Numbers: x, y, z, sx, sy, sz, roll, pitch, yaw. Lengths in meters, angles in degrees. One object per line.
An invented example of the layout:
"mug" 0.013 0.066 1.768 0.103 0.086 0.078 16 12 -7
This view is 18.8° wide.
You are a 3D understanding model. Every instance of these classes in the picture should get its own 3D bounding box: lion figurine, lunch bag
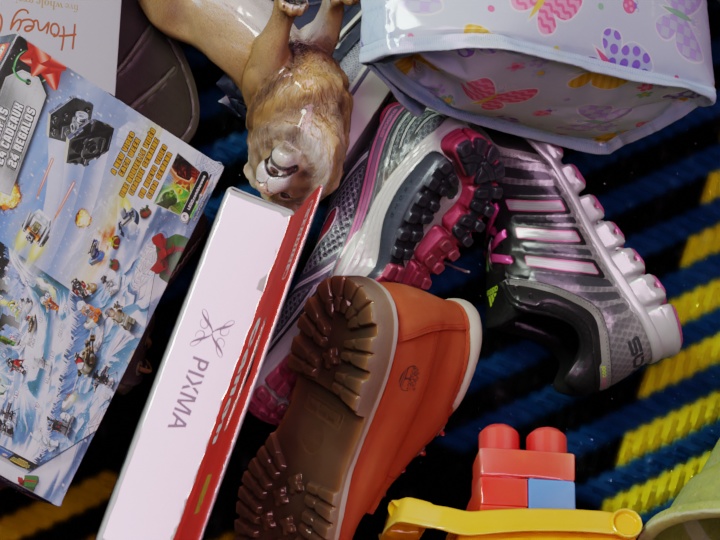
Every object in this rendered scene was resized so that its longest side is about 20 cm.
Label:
"lion figurine" -0.068 -0.131 1.182 0.072 0.123 0.200 -21 59 -37
"lunch bag" 0.080 -0.168 1.161 0.199 0.127 0.171 9 70 -35

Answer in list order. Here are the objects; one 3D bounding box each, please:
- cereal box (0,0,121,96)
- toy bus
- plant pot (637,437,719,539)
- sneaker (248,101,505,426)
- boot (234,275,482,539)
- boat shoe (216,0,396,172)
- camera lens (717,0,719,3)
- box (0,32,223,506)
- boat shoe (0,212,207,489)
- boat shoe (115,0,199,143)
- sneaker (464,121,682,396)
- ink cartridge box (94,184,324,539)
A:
"cereal box" -0.198 -0.109 1.145 0.143 0.039 0.202 4 86 -30
"toy bus" 0.060 0.178 1.169 0.198 0.136 0.194 1 65 -7
"plant pot" 0.275 0.108 1.196 0.199 0.201 0.185 28 64 -3
"sneaker" 0.000 0.000 1.214 0.075 0.080 0.201 38 93 41
"boot" 0.002 0.100 1.182 0.107 0.075 0.201 2 117 -46
"boat shoe" -0.002 -0.149 1.250 0.092 0.075 0.201 32 72 7
"camera lens" 0.233 -0.256 1.269 0.160 0.160 0.201 -37 86 -15
"box" -0.171 0.000 1.115 0.136 0.040 0.201 33 75 -28
"boat shoe" -0.150 0.039 1.195 0.200 0.072 0.072 -48 120 -25
"boat shoe" -0.173 -0.141 1.223 0.200 0.068 0.072 47 64 -17
"sneaker" 0.093 -0.011 1.236 0.087 0.074 0.200 -38 88 -16
"ink cartridge box" -0.083 0.055 1.134 0.044 0.176 0.202 20 77 -6
